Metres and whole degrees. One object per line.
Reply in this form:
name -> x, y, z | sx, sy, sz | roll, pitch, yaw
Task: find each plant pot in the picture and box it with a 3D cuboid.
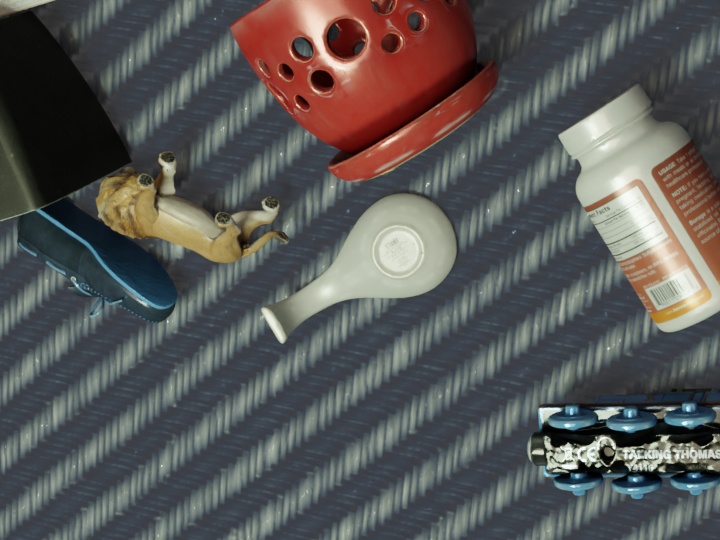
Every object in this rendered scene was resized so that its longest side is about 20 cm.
plant pot -> 0.014, -0.195, 1.425 | 0.200, 0.201, 0.183 | -30, 101, 23
plant pot -> -0.374, -0.142, 1.561 | 0.198, 0.200, 0.178 | -14, 102, 22

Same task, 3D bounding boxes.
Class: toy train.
toy train -> 0.255, 0.154, 1.466 | 0.199, 0.114, 0.087 | -3, 99, 20

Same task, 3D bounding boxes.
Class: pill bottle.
pill bottle -> 0.261, -0.057, 1.413 | 0.112, 0.112, 0.201 | -31, 91, 23

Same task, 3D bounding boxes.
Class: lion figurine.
lion figurine -> -0.169, -0.048, 1.587 | 0.199, 0.073, 0.123 | 30, 145, 3

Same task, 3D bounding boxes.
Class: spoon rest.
spoon rest -> 0.000, 0.000, 1.557 | 0.199, 0.061, 0.100 | -30, 94, 10

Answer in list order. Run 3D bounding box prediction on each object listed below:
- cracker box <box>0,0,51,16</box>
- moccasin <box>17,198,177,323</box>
cracker box -> -0.340, -0.321, 1.556 | 0.199, 0.058, 0.135 | -12, 65, 21
moccasin -> -0.268, -0.004, 1.642 | 0.200, 0.080, 0.068 | 38, 118, 23
